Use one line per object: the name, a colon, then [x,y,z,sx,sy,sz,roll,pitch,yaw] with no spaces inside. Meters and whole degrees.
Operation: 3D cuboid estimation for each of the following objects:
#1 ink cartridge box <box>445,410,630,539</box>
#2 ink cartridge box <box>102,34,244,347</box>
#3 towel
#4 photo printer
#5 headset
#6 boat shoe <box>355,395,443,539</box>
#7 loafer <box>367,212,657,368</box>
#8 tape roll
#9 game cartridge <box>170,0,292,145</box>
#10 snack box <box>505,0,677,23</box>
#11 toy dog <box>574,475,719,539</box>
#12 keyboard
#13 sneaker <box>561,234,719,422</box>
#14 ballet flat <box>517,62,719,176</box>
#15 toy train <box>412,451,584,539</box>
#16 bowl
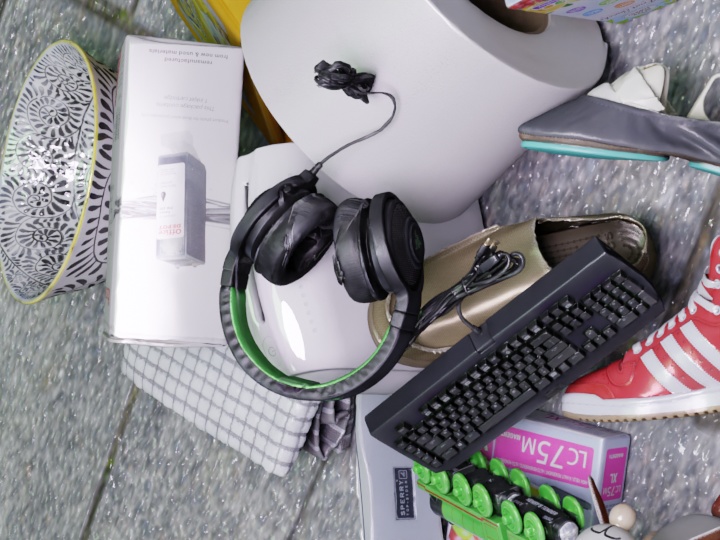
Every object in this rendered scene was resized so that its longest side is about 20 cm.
ink cartridge box: [0.113,0.197,1.487,0.119,0.042,0.202,12,101,38]
ink cartridge box: [-0.129,-0.050,1.497,0.146,0.084,0.202,-176,91,-82]
towel: [-0.075,0.034,1.603,0.199,0.085,0.167,27,107,36]
photo printer: [0.000,0.000,1.453,0.069,0.199,0.168,-22,70,43]
headset: [-0.022,-0.022,1.318,0.123,0.094,0.202,12,89,21]
boat shoe: [0.024,0.138,1.534,0.065,0.073,0.202,127,150,-72]
loafer: [0.098,0.002,1.395,0.068,0.199,0.076,105,143,-66]
tape roll: [0.040,-0.150,1.425,0.139,0.202,0.203,-43,66,31]
game cartridge: [-0.113,-0.199,1.576,0.032,0.177,0.200,-34,65,-8]
snack box: [0.124,-0.262,1.389,0.053,0.142,0.201,-20,79,36]
toy dog: [0.197,0.164,1.342,0.131,0.200,0.097,16,85,12]
keyboard: [0.082,0.047,1.354,0.200,0.127,0.021,-40,34,23]
sneaker: [0.211,0.033,1.379,0.199,0.071,0.113,-11,89,31]
ballet flat: [0.198,-0.090,1.350,0.198,0.073,0.074,11,100,6]
toy train: [0.089,0.156,1.413,0.200,0.041,0.057,20,127,65]
bowl: [-0.199,-0.068,1.671,0.200,0.094,0.202,-27,59,56]
